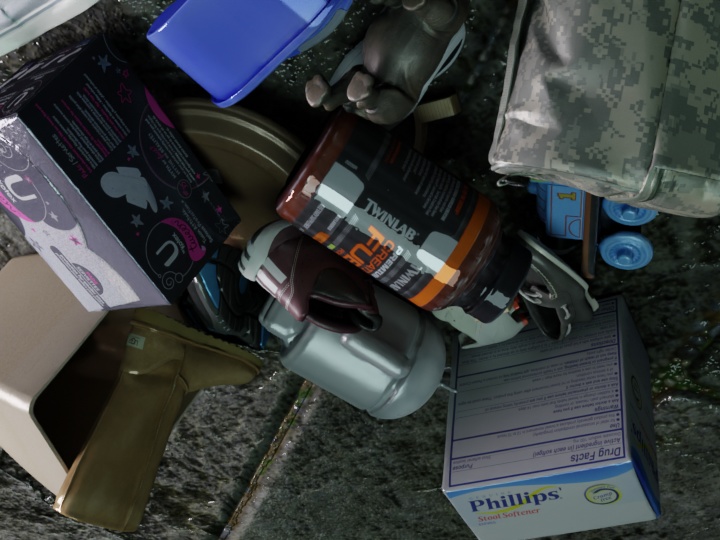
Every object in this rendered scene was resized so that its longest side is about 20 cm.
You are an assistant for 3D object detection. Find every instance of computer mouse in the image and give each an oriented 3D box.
[{"bbox_3d":[0.008,-0.147,0.964,0.109,0.044,0.200,38,131,-5],"label":"computer mouse"}]

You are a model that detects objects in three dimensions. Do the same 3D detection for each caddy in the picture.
[{"bbox_3d":[-0.061,-0.204,0.854,0.105,0.142,0.200,36,132,-23],"label":"caddy"}]

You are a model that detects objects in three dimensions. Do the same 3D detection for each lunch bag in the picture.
[{"bbox_3d":[0.185,-0.147,0.836,0.167,0.139,0.201,10,94,-3],"label":"lunch bag"}]

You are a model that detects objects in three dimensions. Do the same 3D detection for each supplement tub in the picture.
[{"bbox_3d":[0.039,-0.039,0.948,0.199,0.107,0.107,32,134,-8],"label":"supplement tub"}]

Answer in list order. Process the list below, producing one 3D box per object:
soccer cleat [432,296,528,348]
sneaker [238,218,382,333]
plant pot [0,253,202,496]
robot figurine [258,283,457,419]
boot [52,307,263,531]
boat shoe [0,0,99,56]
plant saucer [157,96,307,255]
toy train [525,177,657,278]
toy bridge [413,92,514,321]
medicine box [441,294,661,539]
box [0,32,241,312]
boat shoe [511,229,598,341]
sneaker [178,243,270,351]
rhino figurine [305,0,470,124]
[{"bbox_3d":[0.093,0.010,1.112,0.077,0.069,0.200,-26,133,10],"label":"soccer cleat"},{"bbox_3d":[0.000,0.000,1.018,0.199,0.116,0.076,-22,151,-37],"label":"sneaker"},{"bbox_3d":[-0.299,0.096,1.179,0.176,0.200,0.200,15,143,26],"label":"plant pot"},{"bbox_3d":[0.001,0.071,1.154,0.199,0.170,0.113,30,91,-13],"label":"robot figurine"},{"bbox_3d":[-0.193,0.152,1.141,0.066,0.201,0.175,10,168,45],"label":"boot"},{"bbox_3d":[-0.267,-0.221,0.932,0.200,0.070,0.072,-19,112,29],"label":"boat shoe"},{"bbox_3d":[-0.117,-0.074,1.055,0.199,0.030,0.201,15,147,10],"label":"plant saucer"},{"bbox_3d":[0.197,-0.079,0.997,0.114,0.087,0.201,8,141,14],"label":"toy train"},{"bbox_3d":[0.076,-0.048,1.019,0.067,0.027,0.201,-11,106,21],"label":"toy bridge"},{"bbox_3d":[0.186,0.145,1.151,0.181,0.201,0.103,-14,134,23],"label":"medicine box"},{"bbox_3d":[-0.223,-0.074,0.990,0.132,0.115,0.200,-7,127,45],"label":"box"},{"bbox_3d":[0.168,0.022,1.065,0.057,0.067,0.200,-51,152,2],"label":"boat shoe"},{"bbox_3d":[-0.145,0.029,1.141,0.081,0.074,0.200,10,159,13],"label":"sneaker"},{"bbox_3d":[0.045,-0.191,0.863,0.200,0.060,0.087,-55,152,16],"label":"rhino figurine"}]
